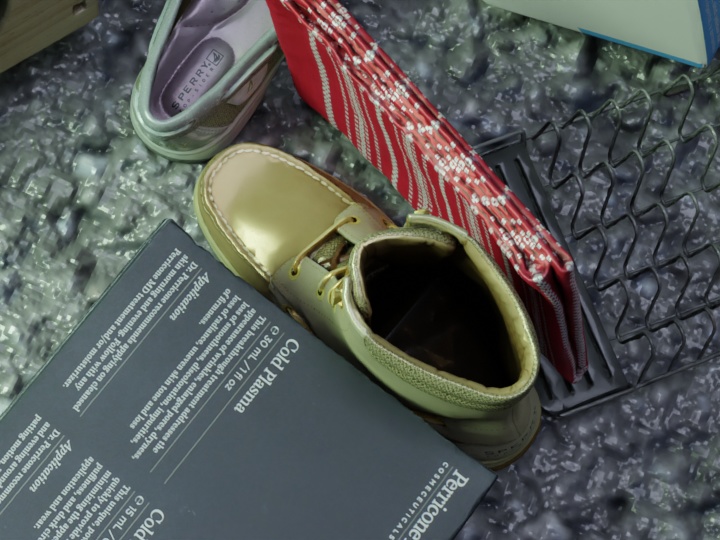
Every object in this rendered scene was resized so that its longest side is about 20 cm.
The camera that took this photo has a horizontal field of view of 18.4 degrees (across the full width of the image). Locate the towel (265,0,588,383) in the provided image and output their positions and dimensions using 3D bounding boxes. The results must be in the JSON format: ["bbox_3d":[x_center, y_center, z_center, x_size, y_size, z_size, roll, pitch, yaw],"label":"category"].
[{"bbox_3d":[0.028,-0.043,0.980,0.022,0.145,0.200,-39,69,-6],"label":"towel"}]

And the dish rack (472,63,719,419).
[{"bbox_3d":[0.144,-0.024,1.056,0.198,0.055,0.154,-20,76,-13],"label":"dish rack"}]

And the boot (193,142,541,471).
[{"bbox_3d":[0.000,0.000,0.968,0.073,0.156,0.200,-44,78,-7],"label":"boot"}]

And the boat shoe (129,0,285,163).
[{"bbox_3d":[-0.045,-0.145,1.041,0.074,0.065,0.203,32,84,2],"label":"boat shoe"}]

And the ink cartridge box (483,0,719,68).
[{"bbox_3d":[0.145,-0.224,1.057,0.128,0.126,0.201,20,66,26],"label":"ink cartridge box"}]

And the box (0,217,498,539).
[{"bbox_3d":[-0.075,0.119,0.951,0.182,0.104,0.200,38,71,5],"label":"box"}]

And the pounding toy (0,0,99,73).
[{"bbox_3d":[-0.225,-0.127,1.004,0.183,0.142,0.200,-32,69,-17],"label":"pounding toy"}]
